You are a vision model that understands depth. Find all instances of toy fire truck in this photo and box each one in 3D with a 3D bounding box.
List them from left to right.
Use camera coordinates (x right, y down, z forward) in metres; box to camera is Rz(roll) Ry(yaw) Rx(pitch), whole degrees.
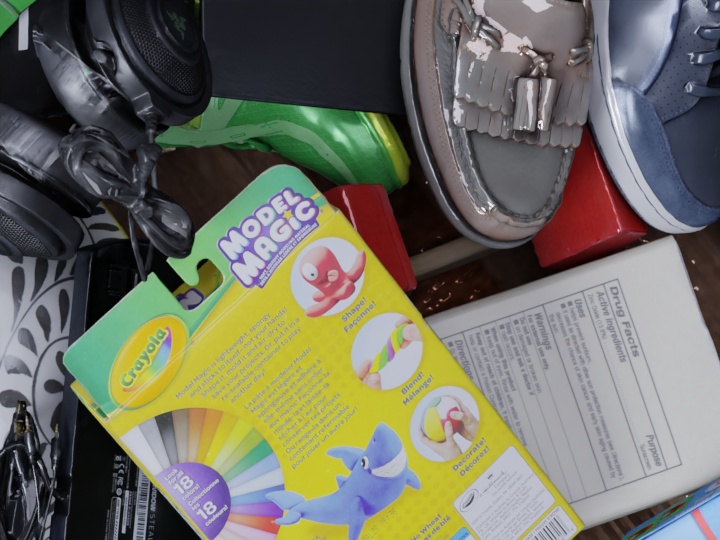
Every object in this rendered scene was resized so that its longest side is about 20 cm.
[{"bbox_3d":[0.000,0.000,1.191,0.200,0.141,0.049,-25,79,32],"label":"toy fire truck"}]

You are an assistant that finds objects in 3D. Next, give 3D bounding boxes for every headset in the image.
[{"bbox_3d":[-0.113,-0.062,1.067,0.124,0.094,0.200,-48,42,3],"label":"headset"}]

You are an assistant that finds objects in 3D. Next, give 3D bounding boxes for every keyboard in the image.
[{"bbox_3d":[-0.103,0.086,1.102,0.040,0.104,0.201,-2,80,41],"label":"keyboard"}]

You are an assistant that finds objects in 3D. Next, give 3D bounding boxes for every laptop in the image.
[{"bbox_3d":[-0.066,-0.143,1.186,0.199,0.103,0.178,-7,77,29],"label":"laptop"}]

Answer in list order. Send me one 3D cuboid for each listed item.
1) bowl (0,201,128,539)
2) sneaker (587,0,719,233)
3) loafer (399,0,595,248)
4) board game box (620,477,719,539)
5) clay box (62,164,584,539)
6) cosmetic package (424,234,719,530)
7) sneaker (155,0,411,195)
[{"bbox_3d":[-0.185,0.040,1.142,0.200,0.094,0.202,-1,86,17],"label":"bowl"},{"bbox_3d":[0.158,-0.113,1.132,0.077,0.146,0.203,-12,101,-46],"label":"sneaker"},{"bbox_3d":[0.059,-0.111,1.136,0.072,0.063,0.201,9,71,-28],"label":"loafer"},{"bbox_3d":[0.216,0.120,1.117,0.200,0.037,0.152,-34,91,28],"label":"board game box"},{"bbox_3d":[-0.018,0.060,1.091,0.115,0.048,0.200,-42,116,-8],"label":"clay box"},{"bbox_3d":[0.047,0.067,1.198,0.199,0.071,0.106,-17,84,-6],"label":"cosmetic package"},{"bbox_3d":[-0.069,-0.076,1.216,0.200,0.074,0.084,29,81,11],"label":"sneaker"}]
